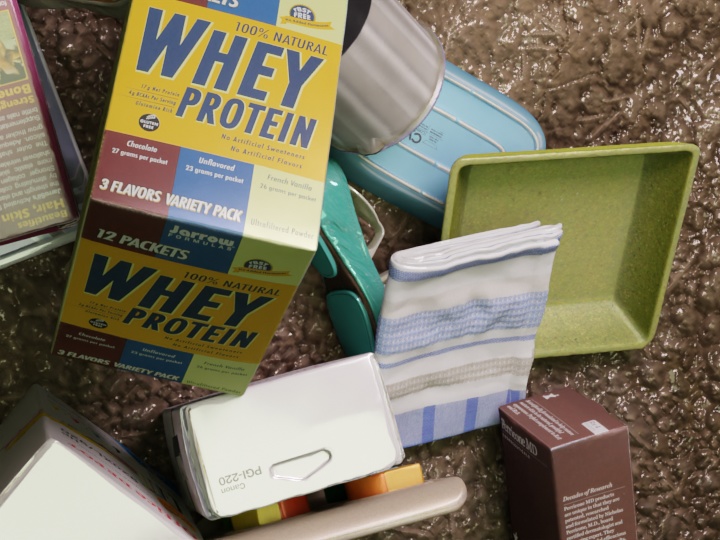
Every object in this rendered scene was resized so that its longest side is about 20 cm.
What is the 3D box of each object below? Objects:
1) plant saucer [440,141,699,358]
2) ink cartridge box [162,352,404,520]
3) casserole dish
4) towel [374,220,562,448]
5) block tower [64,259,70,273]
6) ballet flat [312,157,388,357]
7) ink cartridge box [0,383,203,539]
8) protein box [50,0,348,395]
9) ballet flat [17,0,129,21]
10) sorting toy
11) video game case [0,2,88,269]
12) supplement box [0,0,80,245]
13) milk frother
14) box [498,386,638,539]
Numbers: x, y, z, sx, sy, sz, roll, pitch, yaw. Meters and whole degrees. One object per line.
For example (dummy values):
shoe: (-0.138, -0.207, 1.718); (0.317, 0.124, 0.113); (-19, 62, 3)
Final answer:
plant saucer: (0.148, -0.021, 1.254); (0.198, 0.048, 0.201); (-4, 128, -14)
ink cartridge box: (-0.063, 0.120, 1.167); (0.145, 0.200, 0.085); (-15, 89, -12)
casserole dish: (0.063, -0.102, 1.262); (0.199, 0.039, 0.122); (28, 89, -14)
towel: (0.078, 0.055, 1.229); (0.146, 0.024, 0.201); (-11, 131, -23)
block tower: (-0.136, -0.063, 1.198); (0.058, 0.054, 0.201); (34, 88, -46)
ballet flat: (0.000, 0.000, 1.246); (0.070, 0.067, 0.201); (-31, 105, -23)
ink cartridge box: (-0.215, 0.195, 1.141); (0.147, 0.200, 0.145); (39, 87, -15)
protein box: (-0.104, -0.060, 1.021); (0.134, 0.200, 0.200); (13, 58, -11)
ballet flat: (-0.194, -0.214, 1.107); (0.064, 0.199, 0.068); (38, 75, -50)
sorting toy: (-0.031, 0.175, 1.187); (0.184, 0.200, 0.037); (-13, 88, -12)
video game case: (-0.312, -0.081, 1.177); (0.199, 0.023, 0.183); (-22, 101, -11)
supplement box: (-0.286, -0.115, 1.115); (0.130, 0.103, 0.202); (-16, 100, -12)
milk frother: (0.012, -0.200, 1.128); (0.188, 0.199, 0.182); (37, 67, -52)
box: (0.170, 0.207, 1.274); (0.074, 0.100, 0.202); (-12, 108, -17)
